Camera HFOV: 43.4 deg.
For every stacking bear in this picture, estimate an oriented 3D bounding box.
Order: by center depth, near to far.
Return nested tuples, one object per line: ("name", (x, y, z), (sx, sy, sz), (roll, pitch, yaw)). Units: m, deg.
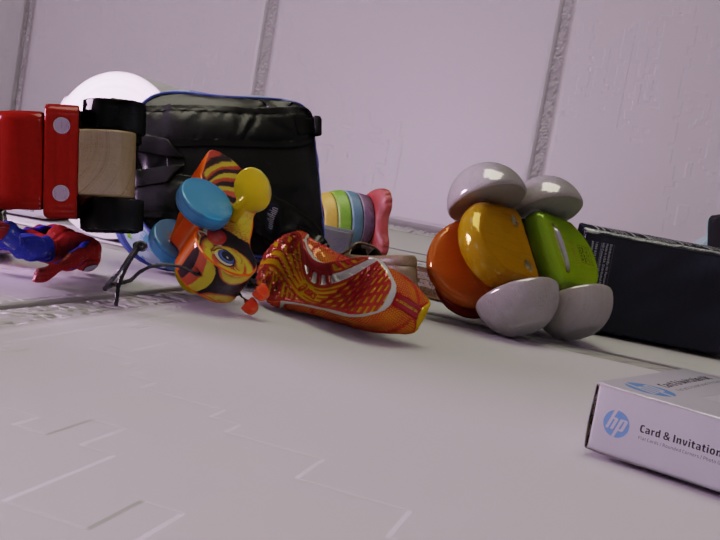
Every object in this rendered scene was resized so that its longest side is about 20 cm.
("stacking bear", (-0.058, -0.089, 1.600), (0.198, 0.123, 0.114), (0, 11, -23))

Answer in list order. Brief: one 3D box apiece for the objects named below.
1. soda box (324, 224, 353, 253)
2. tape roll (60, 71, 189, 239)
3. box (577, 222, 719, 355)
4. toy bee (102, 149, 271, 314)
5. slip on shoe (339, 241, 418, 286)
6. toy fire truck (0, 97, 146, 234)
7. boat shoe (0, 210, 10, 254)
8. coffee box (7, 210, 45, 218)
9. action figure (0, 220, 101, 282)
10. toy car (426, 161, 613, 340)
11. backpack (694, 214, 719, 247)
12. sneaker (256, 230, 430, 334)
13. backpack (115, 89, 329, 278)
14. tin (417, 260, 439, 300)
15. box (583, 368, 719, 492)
("soda box", (-0.110, -0.033, 1.085), (0.198, 0.064, 0.068), (10, 6, 1))
("tape roll", (-0.275, -0.139, 1.148), (0.201, 0.205, 0.139), (12, 6, 20))
("box", (0.359, 0.019, 1.113), (0.196, 0.125, 0.200), (10, 7, 12))
("toy bee", (-0.121, -0.013, 0.738), (0.108, 0.201, 0.131), (36, -37, -11))
("slip on shoe", (0.000, 0.000, 0.952), (0.075, 0.061, 0.200), (8, 6, -24))
("toy fire truck", (-0.270, -0.096, 0.699), (0.198, 0.130, 0.176), (1, 2, -16))
("boat shoe", (-0.364, -0.054, 0.840), (0.068, 0.057, 0.199), (7, 6, -33))
("coffee box", (-0.448, -0.121, 1.278), (0.113, 0.081, 0.200), (11, 5, 2))
("action figure", (-0.263, -0.019, 0.712), (0.065, 0.052, 0.200), (17, 2, 17))
("toy car", (0.155, -0.004, 0.945), (0.199, 0.176, 0.150), (6, -30, -37))
("backpack", (0.580, 0.017, 1.297), (0.198, 0.177, 0.153), (20, -28, -15))
("sneaker", (-0.024, 0.018, 0.783), (0.077, 0.073, 0.199), (35, -8, -40))
("backpack", (-0.152, -0.080, 0.922), (0.198, 0.185, 0.147), (3, -15, -29))
("tin", (0.112, 0.017, 1.139), (0.199, 0.042, 0.112), (14, 10, 31))
("box", (0.243, 0.099, 0.481), (0.199, 0.042, 0.155), (13, 5, 37))
